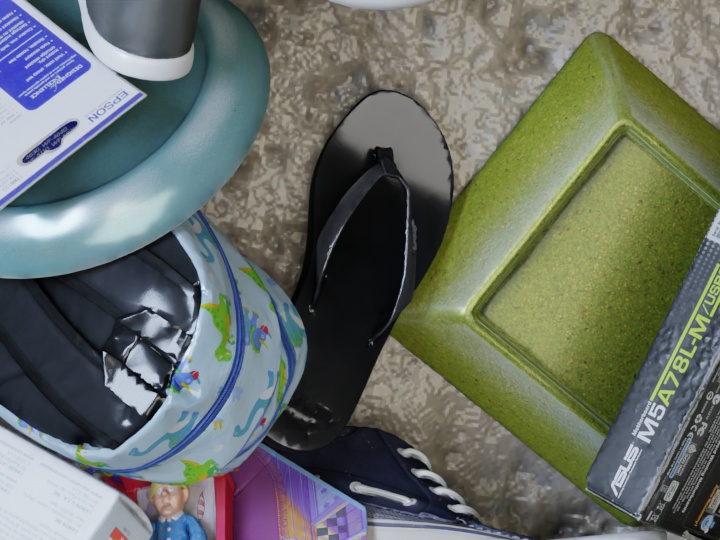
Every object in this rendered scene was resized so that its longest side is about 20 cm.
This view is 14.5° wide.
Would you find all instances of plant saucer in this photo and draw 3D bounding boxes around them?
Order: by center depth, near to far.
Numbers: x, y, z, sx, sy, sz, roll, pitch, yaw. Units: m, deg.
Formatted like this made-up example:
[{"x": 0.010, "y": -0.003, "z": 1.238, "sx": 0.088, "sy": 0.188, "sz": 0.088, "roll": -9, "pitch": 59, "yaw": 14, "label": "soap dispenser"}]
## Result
[{"x": -0.143, "y": -0.081, "z": 1.390, "sx": 0.200, "sy": 0.200, "sz": 0.027, "roll": -29, "pitch": 137, "yaw": -5, "label": "plant saucer"}, {"x": 0.143, "y": 0.010, "z": 1.520, "sx": 0.200, "sy": 0.048, "sz": 0.200, "roll": 39, "pitch": 90, "yaw": -13, "label": "plant saucer"}]

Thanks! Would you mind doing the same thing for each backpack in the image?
[{"x": -0.122, "y": 0.020, "z": 1.402, "sx": 0.154, "sy": 0.200, "sz": 0.163, "roll": 34, "pitch": 90, "yaw": -37, "label": "backpack"}]

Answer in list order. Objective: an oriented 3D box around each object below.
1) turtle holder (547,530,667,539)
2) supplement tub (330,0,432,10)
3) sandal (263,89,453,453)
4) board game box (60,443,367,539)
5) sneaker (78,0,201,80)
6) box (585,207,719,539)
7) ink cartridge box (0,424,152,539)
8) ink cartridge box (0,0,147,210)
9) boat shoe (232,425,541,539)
[{"x": 0.113, "y": 0.209, "z": 1.512, "sx": 0.185, "sy": 0.141, "sz": 0.132, "roll": -8, "pitch": 83, "yaw": 29, "label": "turtle holder"}, {"x": -0.003, "y": -0.204, "z": 1.386, "sx": 0.145, "sy": 0.200, "sz": 0.145, "roll": -1, "pitch": 98, "yaw": -10, "label": "supplement tub"}, {"x": 0.000, "y": 0.001, "z": 1.476, "sx": 0.076, "sy": 0.043, "sz": 0.201, "roll": 21, "pitch": 76, "yaw": -12, "label": "sandal"}, {"x": -0.100, "y": 0.134, "z": 1.424, "sx": 0.158, "sy": 0.200, "sz": 0.039, "roll": -44, "pitch": 141, "yaw": -22, "label": "board game box"}, {"x": -0.114, "y": -0.183, "z": 1.369, "sx": 0.071, "sy": 0.200, "sz": 0.099, "roll": 3, "pitch": 123, "yaw": -25, "label": "sneaker"}, {"x": 0.223, "y": 0.053, "z": 1.489, "sx": 0.193, "sy": 0.047, "sz": 0.200, "roll": 21, "pitch": 95, "yaw": -53, "label": "box"}, {"x": -0.220, "y": 0.169, "z": 1.405, "sx": 0.200, "sy": 0.162, "sz": 0.050, "roll": -56, "pitch": 144, "yaw": -13, "label": "ink cartridge box"}, {"x": -0.188, "y": -0.087, "z": 1.368, "sx": 0.099, "sy": 0.200, "sz": 0.039, "roll": -38, "pitch": 137, "yaw": -15, "label": "ink cartridge box"}, {"x": 0.034, "y": 0.129, "z": 1.465, "sx": 0.199, "sy": 0.093, "sz": 0.075, "roll": 9, "pitch": 139, "yaw": 12, "label": "boat shoe"}]
